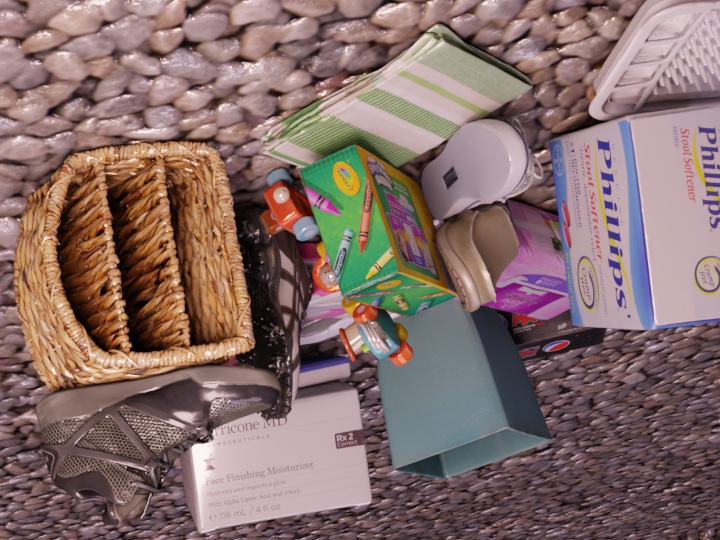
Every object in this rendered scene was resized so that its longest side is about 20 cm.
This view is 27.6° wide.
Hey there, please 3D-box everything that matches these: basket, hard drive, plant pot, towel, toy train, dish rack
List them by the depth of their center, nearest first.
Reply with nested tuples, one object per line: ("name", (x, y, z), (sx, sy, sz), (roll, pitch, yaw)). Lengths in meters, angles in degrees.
("basket", (-0.195, -0.005, 1.221), (0.142, 0.202, 0.148), (12, 148, -43))
("dish rack", (0.302, -0.196, 1.260), (0.198, 0.044, 0.172), (-6, 155, -17))
("towel", (0.030, -0.137, 1.273), (0.199, 0.024, 0.152), (-29, 153, 29))
("toy train", (-0.030, 0.009, 1.344), (0.055, 0.201, 0.150), (-35, 159, 13))
("plant pot", (0.102, 0.109, 1.630), (0.140, 0.202, 0.141), (-22, 160, 22))
("hard drive", (-0.129, 0.127, 1.673), (0.198, 0.026, 0.131), (-10, -177, -33))

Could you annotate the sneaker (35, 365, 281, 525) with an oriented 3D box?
("sneaker", (-0.155, 0.141, 1.174), (0.197, 0.115, 0.076), (-11, 160, -6))

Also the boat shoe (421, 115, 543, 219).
("boat shoe", (0.127, -0.094, 1.332), (0.085, 0.075, 0.202), (-17, 172, -18))

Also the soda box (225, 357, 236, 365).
("soda box", (-0.141, 0.047, 1.528), (0.063, 0.071, 0.200), (-8, 156, -13))

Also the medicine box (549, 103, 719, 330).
("medicine box", (0.259, -0.044, 1.324), (0.102, 0.185, 0.200), (-7, 180, -11))

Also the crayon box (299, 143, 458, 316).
("crayon box", (0.021, -0.031, 1.318), (0.058, 0.120, 0.200), (-23, 167, 15))

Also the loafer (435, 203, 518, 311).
("loafer", (0.115, -0.025, 1.395), (0.068, 0.076, 0.200), (-20, -160, 10))

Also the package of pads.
("package of pads", (0.178, -0.008, 1.573), (0.199, 0.076, 0.120), (12, 145, -45))

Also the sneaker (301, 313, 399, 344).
("sneaker", (-0.012, 0.041, 1.582), (0.198, 0.074, 0.071), (-16, 153, 4))

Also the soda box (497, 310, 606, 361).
("soda box", (0.194, 0.071, 1.773), (0.198, 0.064, 0.071), (-12, 157, -1))

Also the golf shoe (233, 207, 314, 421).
("golf shoe", (-0.075, 0.039, 1.398), (0.077, 0.203, 0.094), (-4, -177, 40))

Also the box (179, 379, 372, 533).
("box", (-0.105, 0.204, 1.674), (0.197, 0.132, 0.200), (-8, -178, -11))

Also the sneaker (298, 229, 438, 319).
("sneaker", (0.000, 0.000, 1.502), (0.198, 0.082, 0.088), (-11, 159, 16))
